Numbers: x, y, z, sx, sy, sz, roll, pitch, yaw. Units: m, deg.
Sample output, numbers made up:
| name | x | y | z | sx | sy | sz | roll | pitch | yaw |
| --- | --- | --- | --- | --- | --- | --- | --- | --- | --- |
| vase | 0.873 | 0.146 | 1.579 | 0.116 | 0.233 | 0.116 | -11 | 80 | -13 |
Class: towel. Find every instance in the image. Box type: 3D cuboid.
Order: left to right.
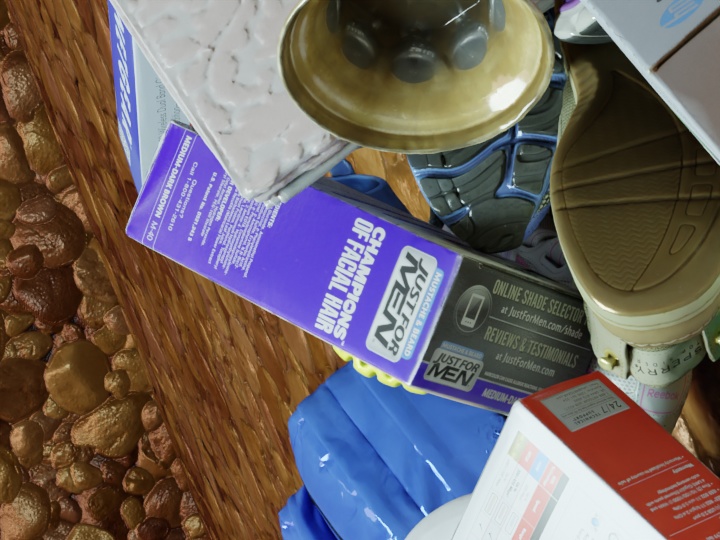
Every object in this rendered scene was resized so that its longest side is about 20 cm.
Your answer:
| name | x | y | z | sx | sy | sz | roll | pitch | yaw |
| --- | --- | --- | --- | --- | --- | --- | --- | --- | --- |
| towel | -0.008 | -0.145 | 0.937 | 0.191 | 0.200 | 0.032 | 56 | -176 | 33 |

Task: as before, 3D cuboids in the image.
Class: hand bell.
| name | x | y | z | sx | sy | sz | roll | pitch | yaw |
| --- | --- | --- | --- | --- | --- | --- | --- | --- | --- |
| hand bell | 0.022 | -0.154 | 0.875 | 0.104 | 0.104 | 0.200 | 83 | -174 | -50 |

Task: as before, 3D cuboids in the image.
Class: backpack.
| name | x | y | z | sx | sy | sz | roll | pitch | yaw |
| --- | --- | --- | --- | --- | --- | --- | --- | --- | --- |
| backpack | 0.047 | 0.134 | 1.179 | 0.163 | 0.168 | 0.200 | 45 | 172 | 36 |

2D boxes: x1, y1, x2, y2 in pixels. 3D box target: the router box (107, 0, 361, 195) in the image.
| name | x | y | z | sx | sy | sz | roll | pitch | yaw |
| --- | --- | --- | --- | --- | --- | --- | --- | --- | --- |
| router box | -0.034 | -0.116 | 1.099 | 0.200 | 0.179 | 0.049 | 101 | 151 | -67 |

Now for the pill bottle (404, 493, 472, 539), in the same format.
| name | x | y | z | sx | sy | sz | roll | pitch | yaw |
| --- | --- | --- | --- | --- | --- | --- | --- | --- | --- |
| pill bottle | 0.101 | 0.164 | 1.032 | 0.200 | 0.113 | 0.113 | 17 | -139 | -61 |

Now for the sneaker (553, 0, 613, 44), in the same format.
| name | x | y | z | sx | sy | sz | roll | pitch | yaw |
| --- | --- | --- | --- | --- | --- | --- | --- | --- | --- |
| sneaker | 0.119 | -0.138 | 0.742 | 0.200 | 0.081 | 0.084 | 127 | 133 | -65 |

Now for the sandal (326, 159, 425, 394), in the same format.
| name | x | y | z | sx | sy | sz | roll | pitch | yaw |
| --- | --- | --- | --- | --- | --- | --- | --- | --- | --- |
| sandal | 0.002 | -0.010 | 1.104 | 0.200 | 0.079 | 0.087 | 30 | 135 | 20 |

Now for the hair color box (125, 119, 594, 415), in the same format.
| name | x | y | z | sx | sy | sz | roll | pitch | yaw |
| --- | --- | --- | --- | --- | --- | --- | --- | --- | --- |
| hair color box | 0.000 | 0.000 | 0.977 | 0.200 | 0.065 | 0.109 | 24 | -176 | 44 |

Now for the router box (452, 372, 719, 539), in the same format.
| name | x | y | z | sx | sy | sz | roll | pitch | yaw |
| --- | --- | --- | --- | --- | --- | --- | --- | --- | --- |
| router box | 0.100 | 0.173 | 0.831 | 0.179 | 0.049 | 0.200 | 44 | 129 | 29 |

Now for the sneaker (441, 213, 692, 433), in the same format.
| name | x | y | z | sx | sy | sz | roll | pitch | yaw |
| --- | --- | --- | --- | --- | --- | --- | --- | --- | --- |
| sneaker | 0.104 | 0.018 | 1.019 | 0.088 | 0.081 | 0.200 | -60 | 39 | 31 |

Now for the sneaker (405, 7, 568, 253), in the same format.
| name | x | y | z | sx | sy | sz | roll | pitch | yaw |
| --- | --- | --- | --- | --- | --- | --- | --- | --- | --- |
| sneaker | 0.061 | -0.095 | 0.949 | 0.078 | 0.075 | 0.200 | 50 | -145 | -56 |

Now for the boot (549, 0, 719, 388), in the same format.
| name | x | y | z | sx | sy | sz | roll | pitch | yaw |
| --- | --- | --- | --- | --- | --- | --- | --- | --- | --- |
| boot | 0.114 | -0.005 | 0.846 | 0.200 | 0.073 | 0.156 | -92 | -8 | -50 |

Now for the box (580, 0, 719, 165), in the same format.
| name | x | y | z | sx | sy | sz | roll | pitch | yaw |
| --- | --- | --- | --- | --- | --- | --- | --- | --- | --- |
| box | 0.138 | -0.026 | 0.646 | 0.200 | 0.041 | 0.156 | 44 | -170 | -23 |

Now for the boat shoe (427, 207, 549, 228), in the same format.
| name | x | y | z | sx | sy | sz | roll | pitch | yaw |
| --- | --- | --- | --- | --- | --- | --- | --- | --- | --- |
| boat shoe | 0.056 | -0.003 | 1.186 | 0.075 | 0.066 | 0.199 | 63 | 166 | 19 |
